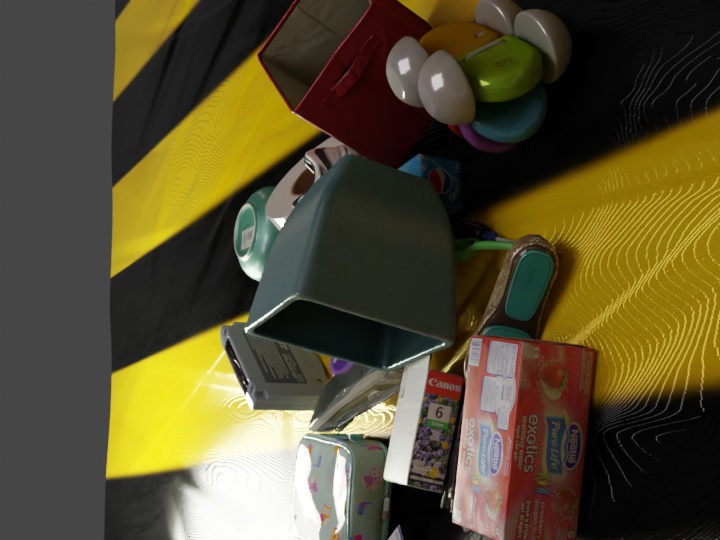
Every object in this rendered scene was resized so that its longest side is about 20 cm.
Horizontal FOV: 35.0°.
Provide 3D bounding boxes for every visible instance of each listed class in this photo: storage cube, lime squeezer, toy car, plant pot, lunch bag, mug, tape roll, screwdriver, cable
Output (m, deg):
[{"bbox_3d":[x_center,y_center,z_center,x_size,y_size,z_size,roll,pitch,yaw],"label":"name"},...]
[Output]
[{"bbox_3d":[0.003,-0.267,1.466,0.171,0.179,0.200,-51,36,16],"label":"storage cube"},{"bbox_3d":[0.119,-0.006,1.337,0.200,0.037,0.071,-49,58,53],"label":"lime squeezer"},{"bbox_3d":[0.139,-0.207,1.283,0.200,0.174,0.151,41,154,58],"label":"toy car"},{"bbox_3d":[0.001,-0.015,1.335,0.196,0.194,0.202,148,137,-63],"label":"plant pot"},{"bbox_3d":[-0.024,0.296,1.538,0.200,0.076,0.162,-2,80,63],"label":"lunch bag"},{"bbox_3d":[-0.125,-0.068,1.785,0.186,0.113,0.152,-68,30,27],"label":"mug"},{"bbox_3d":[-0.046,-0.129,1.603,0.202,0.037,0.203,-32,24,16],"label":"tape roll"},{"bbox_3d":[0.163,-0.034,1.303,0.200,0.029,0.028,21,102,63],"label":"screwdriver"},{"bbox_3d":[0.130,0.202,1.321,0.097,0.050,0.202,120,162,-68],"label":"cable"}]

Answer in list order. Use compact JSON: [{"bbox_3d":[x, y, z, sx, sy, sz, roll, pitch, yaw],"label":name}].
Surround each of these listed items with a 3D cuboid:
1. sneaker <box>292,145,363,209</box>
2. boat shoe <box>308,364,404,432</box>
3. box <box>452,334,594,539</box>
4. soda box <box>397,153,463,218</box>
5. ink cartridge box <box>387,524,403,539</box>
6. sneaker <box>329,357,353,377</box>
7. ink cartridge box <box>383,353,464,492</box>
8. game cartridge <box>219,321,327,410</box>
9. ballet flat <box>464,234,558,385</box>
[{"bbox_3d":[-0.046,-0.061,1.469,0.076,0.087,0.202,101,174,-78],"label":"sneaker"},{"bbox_3d":[-0.005,0.170,1.524,0.202,0.064,0.075,-44,17,41],"label":"boat shoe"},{"bbox_3d":[0.166,0.171,1.170,0.099,0.095,0.202,2,85,63],"label":"box"},{"bbox_3d":[0.055,-0.082,1.489,0.200,0.064,0.069,-32,56,58],"label":"soda box"},{"bbox_3d":[0.031,0.417,1.444,0.095,0.037,0.201,-108,33,-41],"label":"ink cartridge box"},{"bbox_3d":[-0.001,0.074,1.527,0.081,0.083,0.201,59,137,32],"label":"sneaker"},{"bbox_3d":[0.081,0.157,1.362,0.109,0.050,0.202,155,128,-75],"label":"ink cartridge box"},{"bbox_3d":[-0.124,0.144,1.709,0.200,0.132,0.042,56,131,54],"label":"game cartridge"},{"bbox_3d":[0.167,0.048,1.252,0.065,0.070,0.201,-78,9,-63],"label":"ballet flat"}]
